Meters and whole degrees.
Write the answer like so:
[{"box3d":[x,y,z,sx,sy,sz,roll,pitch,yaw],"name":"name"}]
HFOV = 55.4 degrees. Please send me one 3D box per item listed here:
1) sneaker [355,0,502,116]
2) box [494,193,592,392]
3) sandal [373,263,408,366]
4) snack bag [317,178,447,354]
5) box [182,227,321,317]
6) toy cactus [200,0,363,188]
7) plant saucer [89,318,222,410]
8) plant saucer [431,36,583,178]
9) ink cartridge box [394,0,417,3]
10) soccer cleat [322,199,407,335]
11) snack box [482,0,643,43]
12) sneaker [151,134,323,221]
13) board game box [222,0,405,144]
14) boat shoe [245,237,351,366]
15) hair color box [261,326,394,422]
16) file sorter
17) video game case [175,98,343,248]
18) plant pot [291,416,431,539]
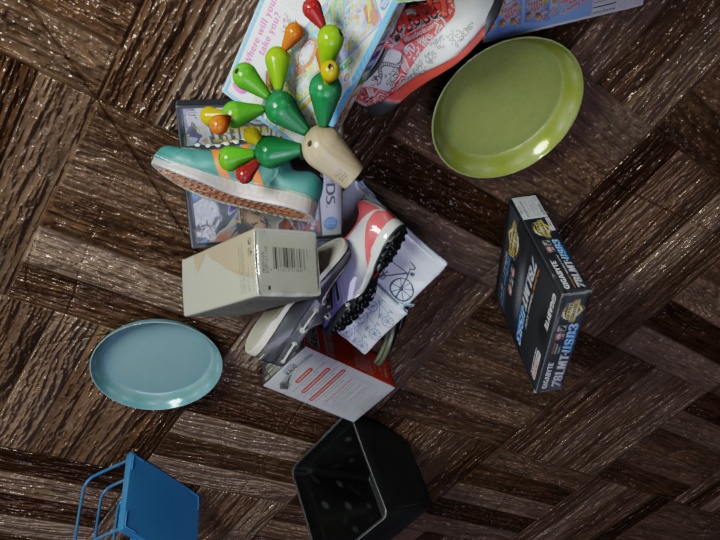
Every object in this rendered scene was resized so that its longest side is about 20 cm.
[{"box3d":[0.050,-0.261,0.742,0.200,0.068,0.107,-33,132,29],"name":"sneaker"},{"box3d":[0.251,0.032,0.980,0.048,0.201,0.203,-6,135,-5],"name":"box"},{"box3d":[0.038,0.049,1.038,0.056,0.080,0.206,13,119,16],"name":"sandal"},{"box3d":[0.000,0.000,0.959,0.188,0.022,0.200,41,115,-10],"name":"snack bag"},{"box3d":[-0.143,0.008,0.862,0.093,0.080,0.198,1,170,-40],"name":"box"},{"box3d":[-0.064,-0.151,0.697,0.164,0.103,0.200,41,109,-13],"name":"toy cactus"},{"box3d":[-0.312,0.142,1.055,0.195,0.028,0.203,-7,133,-7],"name":"plant saucer"},{"box3d":[0.179,-0.204,0.855,0.194,0.032,0.203,-8,137,-8],"name":"plant saucer"},{"box3d":[0.077,-0.317,0.616,0.142,0.203,0.049,-9,137,-5],"name":"ink cartridge box"},{"box3d":[-0.010,0.000,0.923,0.068,0.073,0.202,-22,147,-53],"name":"soccer cleat"},{"box3d":[0.228,-0.318,0.777,0.195,0.025,0.073,-14,134,-2],"name":"snack box"},{"box3d":[-0.137,-0.119,0.790,0.195,0.082,0.071,15,169,-3],"name":"sneaker"},{"box3d":[-0.051,-0.238,0.719,0.133,0.034,0.202,36,121,4],"name":"board game box"},{"box3d":[-0.070,0.045,0.899,0.062,0.073,0.201,35,104,-24],"name":"boat shoe"},{"box3d":[-0.052,0.167,1.120,0.198,0.065,0.111,29,121,-35],"name":"hair color box"},{"box3d":[-0.400,0.455,1.241,0.121,0.141,0.201,-25,133,13],"name":"file sorter"},{"box3d":[-0.118,-0.118,0.841,0.194,0.026,0.185,-4,120,-9],"name":"video game case"},{"box3d":[0.014,0.409,1.282,0.175,0.203,0.200,15,128,-42],"name":"plant pot"}]
